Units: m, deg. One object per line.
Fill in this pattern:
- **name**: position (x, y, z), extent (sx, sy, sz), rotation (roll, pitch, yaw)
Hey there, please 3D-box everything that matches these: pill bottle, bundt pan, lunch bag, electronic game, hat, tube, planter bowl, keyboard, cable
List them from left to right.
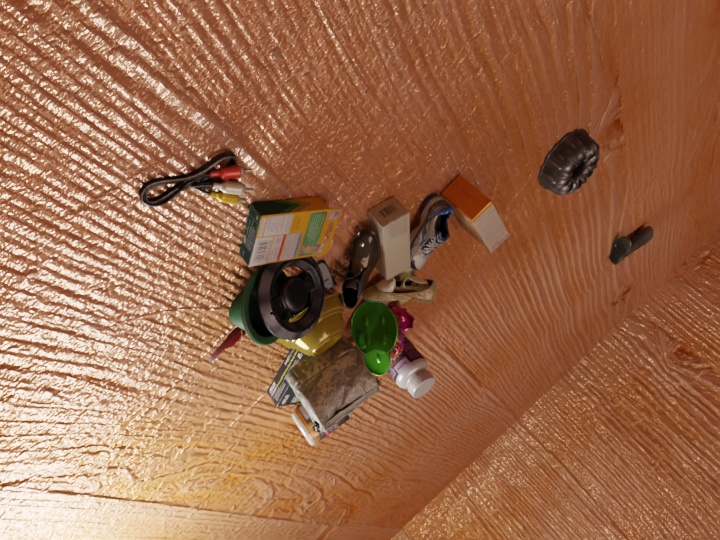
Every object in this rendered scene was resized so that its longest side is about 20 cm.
- **cable**: position (-0.280, -0.154, 1.078), extent (0.199, 0.050, 0.098), rotation (-13, 133, -38)
- **hat**: position (-0.271, 0.084, 1.378), extent (0.166, 0.174, 0.201), rotation (56, 46, -41)
- **electronic game**: position (-0.150, 0.052, 1.363), extent (0.199, 0.041, 0.203), rotation (1, 89, -49)
- **keyboard**: position (-0.154, 0.060, 1.471), extent (0.199, 0.040, 0.105), rotation (-33, 122, -13)
- **planter bowl**: position (-0.101, 0.149, 1.512), extent (0.199, 0.084, 0.201), rotation (-35, 164, -11)
- **pill bottle**: position (-0.095, 0.412, 1.833), extent (0.199, 0.117, 0.117), rotation (-35, 146, -10)
- **lunch bag**: position (-0.067, 0.291, 1.561), extent (0.199, 0.168, 0.140), rotation (-32, 138, -15)
- **pill bottle**: position (0.129, 0.275, 1.832), extent (0.112, 0.200, 0.113), rotation (-26, 143, -22)
- **tube**: position (0.125, 0.031, 1.702), extent (0.201, 0.057, 0.052), rotation (74, 26, -56)
- **bundt pan**: position (0.617, -0.304, 1.803), extent (0.201, 0.076, 0.203), rotation (-26, 142, -22)

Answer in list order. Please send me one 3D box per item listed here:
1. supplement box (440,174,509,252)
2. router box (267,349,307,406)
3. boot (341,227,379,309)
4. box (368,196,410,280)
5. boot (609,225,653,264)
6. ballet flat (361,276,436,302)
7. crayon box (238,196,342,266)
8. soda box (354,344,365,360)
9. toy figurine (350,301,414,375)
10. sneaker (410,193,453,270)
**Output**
- **supplement box**: position (0.299, -0.144, 1.610), extent (0.074, 0.126, 0.200), rotation (-44, 146, 3)
- **router box**: position (-0.144, 0.271, 1.675), extent (0.149, 0.062, 0.201), rotation (2, 127, -45)
- **boot**: position (0.000, 0.000, 1.475), extent (0.074, 0.097, 0.201), rotation (13, 132, 0)
- **box**: position (0.073, -0.075, 1.508), extent (0.082, 0.068, 0.201), rotation (-29, 144, -19)
- **boot**: position (1.115, -0.120, 2.516), extent (0.198, 0.073, 0.182), rotation (-27, 157, -11)
- **ballet flat**: position (0.103, 0.045, 1.627), extent (0.197, 0.071, 0.071), rotation (2, 136, -3)
- **crayon box**: position (-0.145, -0.084, 1.292), extent (0.198, 0.052, 0.127), rotation (-10, 135, -38)
- **soda box**: position (-0.020, 0.271, 1.730), extent (0.200, 0.063, 0.069), rotation (-48, 166, -36)
- **toy figurine**: position (0.086, 0.175, 1.725), extent (0.149, 0.203, 0.183), rotation (-8, 179, 33)
- **sneaker**: position (0.176, -0.085, 1.559), extent (0.077, 0.085, 0.202), rotation (-3, 119, -42)
